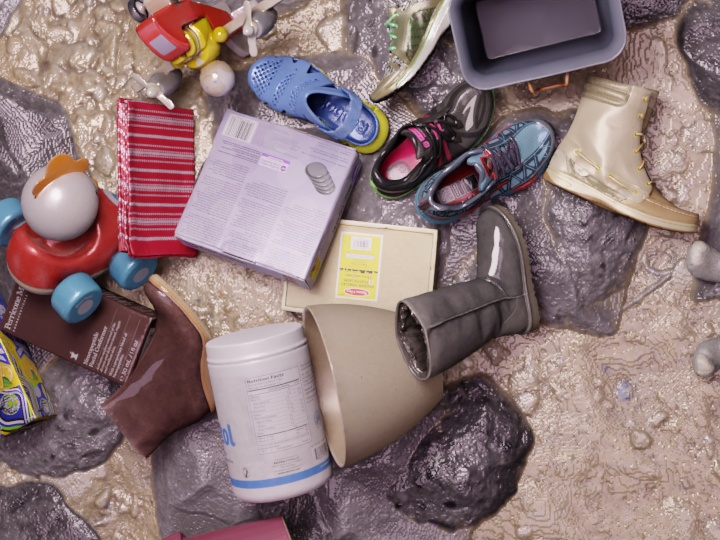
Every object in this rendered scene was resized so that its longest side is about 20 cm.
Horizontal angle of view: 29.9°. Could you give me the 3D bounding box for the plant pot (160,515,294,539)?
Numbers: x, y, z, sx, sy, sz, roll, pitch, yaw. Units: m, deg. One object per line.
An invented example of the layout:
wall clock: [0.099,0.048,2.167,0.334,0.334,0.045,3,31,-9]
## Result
plant pot: [-0.153,0.403,1.686,0.177,0.200,0.202,-23,84,-6]

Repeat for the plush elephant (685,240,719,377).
plush elephant: [0.479,0.051,1.572,0.197,0.155,0.167,4,89,12]

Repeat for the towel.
towel: [-0.258,-0.115,1.734,0.022,0.144,0.203,-3,88,33]

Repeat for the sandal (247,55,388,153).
sandal: [-0.058,-0.220,1.724,0.198,0.087,0.080,25,95,13]

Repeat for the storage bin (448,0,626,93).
storage bin: [0.218,-0.296,1.641,0.198,0.134,0.147,-12,102,12]

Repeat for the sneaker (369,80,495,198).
sneaker: [0.092,-0.164,1.693,0.200,0.084,0.077,-45,82,7]

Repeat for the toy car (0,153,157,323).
toy car: [-0.362,-0.077,1.695,0.176,0.201,0.184,-32,65,-33]

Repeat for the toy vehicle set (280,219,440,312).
toy vehicle set: [0.000,0.000,1.736,0.197,0.026,0.126,7,90,12]

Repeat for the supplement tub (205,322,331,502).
supplement tub: [-0.115,0.177,1.690,0.130,0.132,0.203,-10,95,11]

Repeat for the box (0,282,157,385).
box: [-0.366,0.069,1.787,0.198,0.075,0.101,22,93,13]

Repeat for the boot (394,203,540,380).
boot: [0.120,0.023,1.632,0.198,0.072,0.184,-14,83,-31]

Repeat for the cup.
cup: [0.020,0.128,1.663,0.142,0.200,0.203,-12,86,-12]

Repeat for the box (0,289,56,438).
box: [-0.486,0.119,1.810,0.064,0.070,0.202,-28,84,10]

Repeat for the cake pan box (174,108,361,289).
cake pan box: [-0.121,-0.093,1.727,0.198,0.052,0.186,18,76,13]

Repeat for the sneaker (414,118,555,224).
sneaker: [0.161,-0.120,1.666,0.199,0.096,0.080,-34,88,0]

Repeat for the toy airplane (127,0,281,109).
toy airplane: [-0.192,-0.283,1.699,0.197,0.200,0.143,-19,80,-18]

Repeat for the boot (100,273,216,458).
boot: [-0.263,0.124,1.718,0.166,0.072,0.201,-36,115,-11]

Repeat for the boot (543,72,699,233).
boot: [0.341,-0.143,1.648,0.198,0.073,0.157,24,96,16]

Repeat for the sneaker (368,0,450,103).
sneaker: [0.058,-0.304,1.704,0.088,0.077,0.201,34,87,-1]
